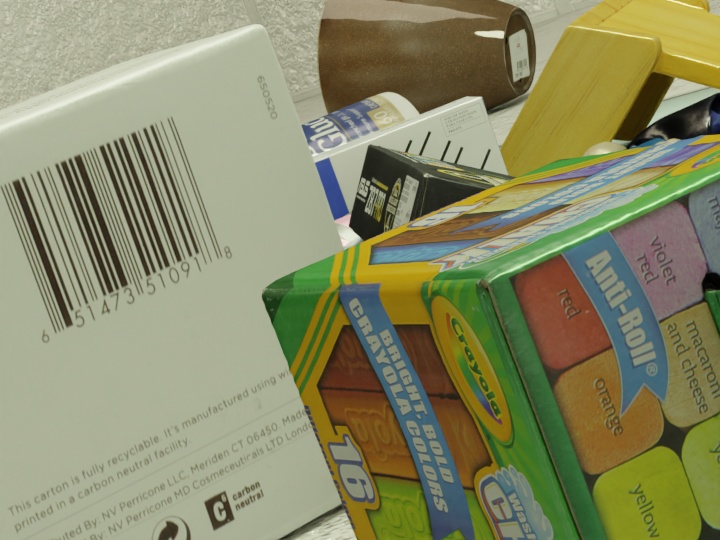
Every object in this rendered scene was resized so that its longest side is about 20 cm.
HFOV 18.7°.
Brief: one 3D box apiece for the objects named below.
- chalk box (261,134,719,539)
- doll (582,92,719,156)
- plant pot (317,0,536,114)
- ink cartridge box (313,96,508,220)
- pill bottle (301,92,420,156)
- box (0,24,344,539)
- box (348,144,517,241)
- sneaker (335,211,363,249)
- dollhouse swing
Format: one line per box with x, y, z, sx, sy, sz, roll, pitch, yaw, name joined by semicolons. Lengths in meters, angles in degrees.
0.079;0.037;0.611;0.123;0.126;0.200;-24;7;-22;chalk box
0.221;-0.084;1.354;0.199;0.049;0.136;-15;9;34;doll
0.083;-0.232;2.367;0.199;0.188;0.187;0;16;26;plant pot
0.001;-0.036;1.436;0.199;0.095;0.044;-21;8;-8;ink cartridge box
-0.045;-0.040;1.519;0.199;0.112;0.111;-23;8;-17;pill bottle
-0.114;0.030;0.889;0.198;0.201;0.130;-26;11;-33;box
0.085;-0.012;0.951;0.160;0.049;0.200;14;4;-7;box
0.000;0.000;1.351;0.199;0.070;0.082;-24;24;0;sneaker
0.223;-0.108;1.571;0.182;0.175;0.200;-62;-9;22;dollhouse swing
